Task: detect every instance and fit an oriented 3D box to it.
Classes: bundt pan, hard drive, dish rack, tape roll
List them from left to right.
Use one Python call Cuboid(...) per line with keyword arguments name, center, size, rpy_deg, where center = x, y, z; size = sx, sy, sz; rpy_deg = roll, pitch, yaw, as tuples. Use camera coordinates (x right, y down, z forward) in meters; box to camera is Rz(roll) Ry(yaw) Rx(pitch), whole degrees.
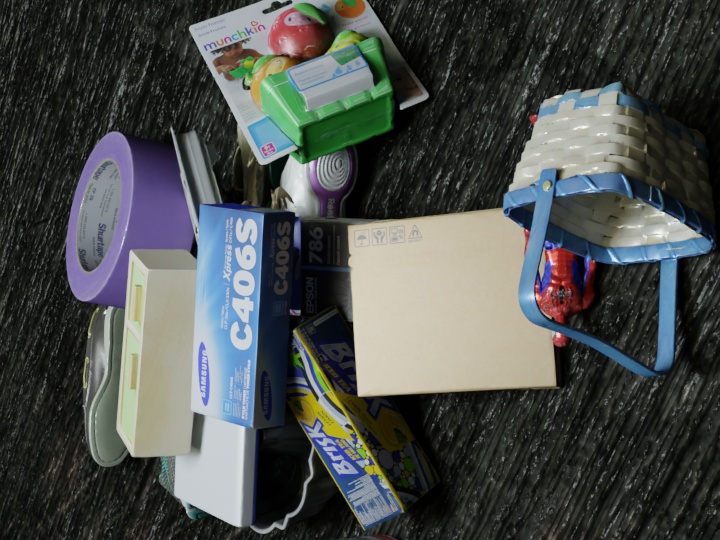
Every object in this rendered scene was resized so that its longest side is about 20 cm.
Cuboid(name="tape roll", center=(-0.269, -0.056, 1.703), size=(0.199, 0.084, 0.202), rpy_deg=(-27, 58, 53))
Cuboid(name="dish rack", center=(-0.154, -0.048, 1.525), size=(0.200, 0.043, 0.173), rpy_deg=(93, 162, -71))
Cuboid(name="hard drive", center=(-0.149, 0.151, 1.516), size=(0.131, 0.025, 0.202), rpy_deg=(12, 102, 51))
Cuboid(name="bundt pan", center=(-0.079, 0.168, 1.514), size=(0.201, 0.075, 0.204), rpy_deg=(1, 91, 51))

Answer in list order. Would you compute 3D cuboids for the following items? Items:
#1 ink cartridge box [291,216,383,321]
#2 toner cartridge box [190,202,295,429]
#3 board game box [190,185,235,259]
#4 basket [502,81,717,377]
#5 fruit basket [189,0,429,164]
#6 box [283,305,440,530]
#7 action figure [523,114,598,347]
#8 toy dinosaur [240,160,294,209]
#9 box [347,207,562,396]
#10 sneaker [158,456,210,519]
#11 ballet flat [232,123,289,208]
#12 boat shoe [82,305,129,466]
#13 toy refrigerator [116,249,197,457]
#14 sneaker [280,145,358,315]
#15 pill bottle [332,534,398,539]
Cuboid(name="ink cartridge box", center=(0.000, 0.000, 1.418), size=(0.198, 0.039, 0.101), rpy_deg=(3, 97, 29))
Cuboid(name="toner cartridge box", center=(-0.112, 0.041, 1.375), size=(0.094, 0.043, 0.202), rpy_deg=(9, 99, 45))
Cuboid(name="board game box", center=(-0.177, 0.022, 1.667), size=(0.135, 0.034, 0.201), rpy_deg=(45, 119, 40))
Cuboid(name="basket", center=(0.201, -0.031, 1.159), size=(0.138, 0.176, 0.202), rpy_deg=(-14, 59, 44))
Cuboid(name="fruit basket", center=(-0.054, -0.212, 1.453), size=(0.094, 0.184, 0.201), rpy_deg=(91, 155, -61))
Cuboid(name="box", center=(-0.011, 0.141, 1.399), size=(0.064, 0.070, 0.201), rpy_deg=(-32, 89, 41))
Cuboid(name="action figure", center=(0.174, -0.035, 1.265), size=(0.065, 0.052, 0.202), rpy_deg=(-1, 88, 5))
Cuboid(name="toy dinosaur", center=(-0.105, -0.043, 1.462), size=(0.101, 0.058, 0.202), rpy_deg=(123, 142, -62))
Cuboid(name="box", center=(0.084, 0.030, 1.336), size=(0.198, 0.021, 0.165), rpy_deg=(-5, 86, 25))
Cuboid(name="sneaker", center=(-0.198, 0.175, 1.630), size=(0.091, 0.077, 0.202), rpy_deg=(20, 111, 44))
Cuboid(name="ballet flat", center=(-0.108, -0.075, 1.572), size=(0.062, 0.067, 0.202), rpy_deg=(-8, 72, 31))
Cuboid(name="boat shoe", center=(-0.304, 0.136, 1.778), size=(0.060, 0.071, 0.204), rpy_deg=(0, 81, 51))
Cuboid(name="toy refrigerator", center=(-0.210, 0.085, 1.504), size=(0.076, 0.069, 0.202), rpy_deg=(-142, 56, -61))
Cuboid(name="sneaker", center=(-0.050, -0.054, 1.521), size=(0.100, 0.074, 0.202), rpy_deg=(-144, 64, -64))
Cuboid(name="pill bottle", center=(-0.041, 0.316, 1.378), size=(0.115, 0.199, 0.117), rpy_deg=(-5, 84, 47))
